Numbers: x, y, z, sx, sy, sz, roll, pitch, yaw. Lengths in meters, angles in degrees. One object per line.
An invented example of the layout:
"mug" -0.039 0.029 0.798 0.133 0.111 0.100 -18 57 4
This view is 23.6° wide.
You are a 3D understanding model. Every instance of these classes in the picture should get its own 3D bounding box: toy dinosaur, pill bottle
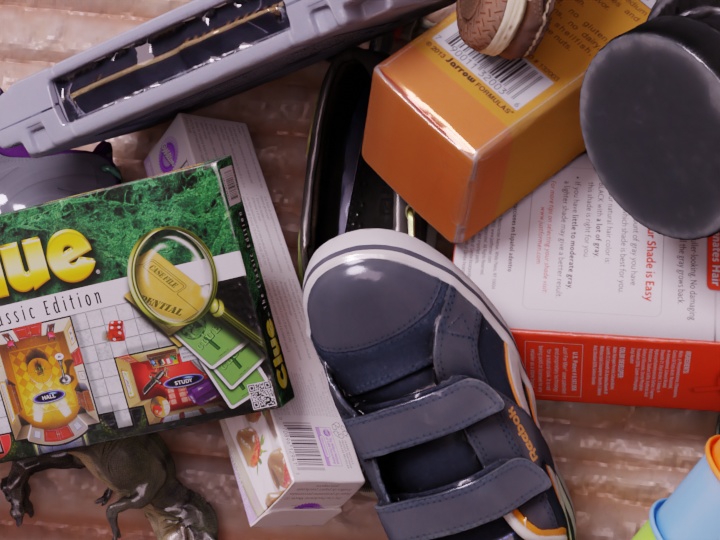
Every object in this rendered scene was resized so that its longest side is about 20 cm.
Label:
"toy dinosaur" -0.139 0.073 0.790 0.088 0.048 0.201 -24 113 12
"pill bottle" 0.187 -0.089 0.717 0.199 0.112 0.112 -28 76 -34

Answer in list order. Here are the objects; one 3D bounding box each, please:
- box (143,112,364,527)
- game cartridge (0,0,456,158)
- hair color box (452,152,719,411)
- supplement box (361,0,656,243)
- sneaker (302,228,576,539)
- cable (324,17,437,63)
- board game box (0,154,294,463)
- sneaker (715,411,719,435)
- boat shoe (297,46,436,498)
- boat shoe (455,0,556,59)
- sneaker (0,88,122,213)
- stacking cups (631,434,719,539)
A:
"box" -0.050 0.019 0.771 0.039 0.041 0.201 -48 50 38
"game cartridge" -0.051 -0.101 0.766 0.199 0.133 0.041 -18 90 29
"hair color box" 0.141 0.005 0.761 0.198 0.061 0.102 3 56 9
"supplement box" 0.094 -0.100 0.761 0.200 0.067 0.069 -35 66 -25
"sneaker" 0.039 0.076 0.714 0.078 0.080 0.200 -22 122 20
"cable" -0.039 -0.159 0.852 0.199 0.050 0.098 18 101 22
"board game box" -0.133 0.025 0.729 0.199 0.023 0.105 -13 95 18
"sneaker" 0.214 0.133 0.724 0.074 0.106 0.201 -26 78 3
"boat shoe" 0.000 0.000 0.787 0.071 0.060 0.203 -6 74 40
"boat shoe" 0.095 -0.172 0.724 0.074 0.075 0.203 18 65 -9
"sneaker" -0.117 -0.013 0.814 0.199 0.074 0.088 31 73 7
"stacking cups" 0.151 0.099 0.720 0.060 0.060 0.201 37 114 12
